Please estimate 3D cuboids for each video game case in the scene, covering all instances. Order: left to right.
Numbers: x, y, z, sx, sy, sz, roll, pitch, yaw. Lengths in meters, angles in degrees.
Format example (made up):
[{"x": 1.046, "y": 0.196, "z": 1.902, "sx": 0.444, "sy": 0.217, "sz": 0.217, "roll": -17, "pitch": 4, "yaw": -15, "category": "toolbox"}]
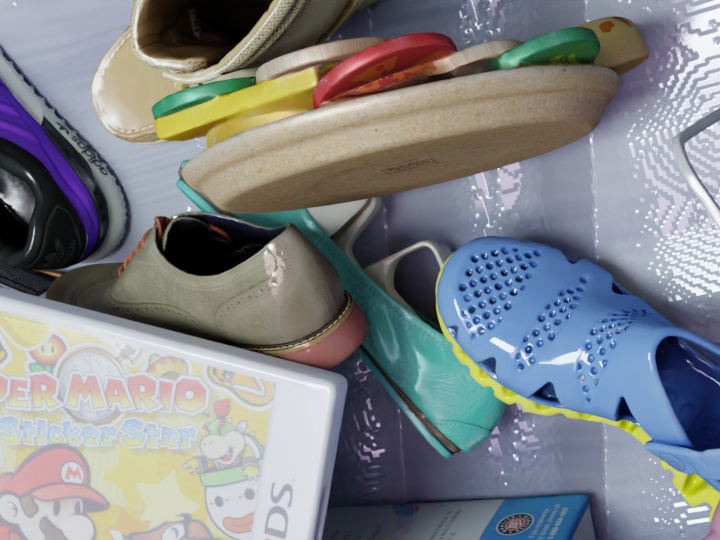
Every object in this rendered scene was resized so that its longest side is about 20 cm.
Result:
[{"x": -0.114, "y": 0.113, "z": 0.791, "sx": 0.198, "sy": 0.023, "sz": 0.184, "roll": 13, "pitch": 102, "yaw": 16, "category": "video game case"}]

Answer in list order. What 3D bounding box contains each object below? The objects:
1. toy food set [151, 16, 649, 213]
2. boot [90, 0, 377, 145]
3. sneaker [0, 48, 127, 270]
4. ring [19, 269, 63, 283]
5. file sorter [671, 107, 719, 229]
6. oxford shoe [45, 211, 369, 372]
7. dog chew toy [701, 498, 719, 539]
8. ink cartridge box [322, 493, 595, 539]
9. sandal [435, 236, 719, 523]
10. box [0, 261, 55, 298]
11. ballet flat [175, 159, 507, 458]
[{"x": 0.018, "y": -0.067, "z": 0.755, "sx": 0.198, "sy": 0.197, "sz": 0.049, "roll": -14, "pitch": 86, "yaw": 28, "category": "toy food set"}, {"x": -0.073, "y": -0.109, "z": 0.800, "sx": 0.199, "sy": 0.155, "sz": 0.073, "roll": -27, "pitch": 94, "yaw": 26, "category": "boot"}, {"x": -0.214, "y": -0.073, "z": 0.900, "sx": 0.200, "sy": 0.099, "sz": 0.070, "roll": 40, "pitch": 114, "yaw": 7, "category": "sneaker"}, {"x": -0.167, "y": 0.096, "z": 0.976, "sx": 0.198, "sy": 0.019, "sz": 0.203, "roll": 6, "pitch": 106, "yaw": 21, "category": "ring"}, {"x": 0.244, "y": -0.062, "z": 0.695, "sx": 0.199, "sy": 0.139, "sz": 0.125, "roll": -37, "pitch": 86, "yaw": 27, "category": "file sorter"}, {"x": -0.084, "y": 0.002, "z": 0.828, "sx": 0.199, "sy": 0.071, "sz": 0.075, "roll": -1, "pitch": 124, "yaw": 40, "category": "oxford shoe"}, {"x": 0.235, "y": 0.105, "z": 0.724, "sx": 0.198, "sy": 0.125, "sz": 0.126, "roll": -9, "pitch": 103, "yaw": -6, "category": "dog chew toy"}, {"x": 0.007, "y": 0.181, "z": 0.856, "sx": 0.198, "sy": 0.145, "sz": 0.086, "roll": -5, "pitch": 109, "yaw": 24, "category": "ink cartridge box"}, {"x": 0.125, "y": 0.041, "z": 0.792, "sx": 0.199, "sy": 0.087, "sz": 0.080, "roll": 28, "pitch": 71, "yaw": 7, "category": "sandal"}, {"x": -0.202, "y": 0.094, "z": 0.960, "sx": 0.142, "sy": 0.036, "sz": 0.202, "roll": 20, "pitch": 113, "yaw": 16, "category": "box"}, {"x": 0.000, "y": 0.000, "z": 0.862, "sx": 0.200, "sy": 0.067, "sz": 0.070, "roll": 44, "pitch": 92, "yaw": 5, "category": "ballet flat"}]
